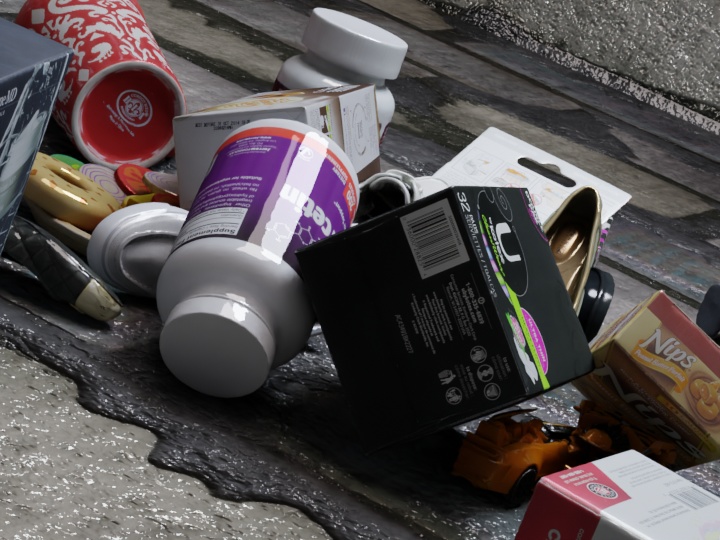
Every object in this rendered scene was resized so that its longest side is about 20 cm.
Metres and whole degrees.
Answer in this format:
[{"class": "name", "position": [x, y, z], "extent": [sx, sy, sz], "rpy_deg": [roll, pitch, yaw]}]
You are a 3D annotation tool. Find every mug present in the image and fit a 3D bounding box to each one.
[{"class": "mug", "position": [-0.219, -0.176, 1.907], "extent": [0.177, 0.134, 0.200], "rpy_deg": [12, 21, -27]}]

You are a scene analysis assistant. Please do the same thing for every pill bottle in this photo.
[{"class": "pill bottle", "position": [-0.074, -0.008, 1.435], "extent": [0.112, 0.113, 0.201], "rpy_deg": [21, 43, -2]}, {"class": "pill bottle", "position": [-0.035, -0.123, 1.827], "extent": [0.109, 0.201, 0.110], "rpy_deg": [20, 14, -5]}]

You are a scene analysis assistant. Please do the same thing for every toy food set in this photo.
[{"class": "toy food set", "position": [-0.178, -0.045, 1.649], "extent": [0.199, 0.049, 0.198], "rpy_deg": [25, 15, 16]}]

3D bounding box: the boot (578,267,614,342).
[{"class": "boot", "position": [0.132, 0.000, 1.869], "extent": [0.167, 0.077, 0.200], "rpy_deg": [21, 11, -9]}]

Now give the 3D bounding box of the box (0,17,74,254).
[{"class": "box", "position": [-0.283, -0.056, 1.247], "extent": [0.123, 0.198, 0.200], "rpy_deg": [22, 15, 2]}]

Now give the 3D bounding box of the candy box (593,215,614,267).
[{"class": "candy box", "position": [0.185, -0.041, 2.124], "extent": [0.136, 0.061, 0.200], "rpy_deg": [22, 14, 5]}]

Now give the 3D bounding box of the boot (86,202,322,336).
[{"class": "boot", "position": [-0.100, 0.003, 1.531], "extent": [0.199, 0.074, 0.095], "rpy_deg": [9, 13, -43]}]

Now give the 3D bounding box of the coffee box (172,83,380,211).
[{"class": "coffee box", "position": [-0.063, -0.101, 1.675], "extent": [0.114, 0.080, 0.200], "rpy_deg": [-2, 9, 18]}]

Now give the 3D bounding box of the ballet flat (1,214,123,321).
[{"class": "ballet flat", "position": [-0.256, -0.014, 1.459], "extent": [0.199, 0.057, 0.066], "rpy_deg": [29, -12, 9]}]

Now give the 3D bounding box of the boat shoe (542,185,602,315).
[{"class": "boat shoe", "position": [0.150, 0.012, 1.704], "extent": [0.073, 0.063, 0.201], "rpy_deg": [21, 52, 5]}]

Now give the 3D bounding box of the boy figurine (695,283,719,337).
[{"class": "boy figurine", "position": [0.439, 0.056, 2.134], "extent": [0.199, 0.065, 0.124], "rpy_deg": [3, 20, -42]}]

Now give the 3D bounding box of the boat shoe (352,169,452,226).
[{"class": "boat shoe", "position": [0.023, -0.049, 1.684], "extent": [0.072, 0.066, 0.200], "rpy_deg": [33, 35, 27]}]

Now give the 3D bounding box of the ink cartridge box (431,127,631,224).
[{"class": "ink cartridge box", "position": [0.121, -0.030, 1.819], "extent": [0.160, 0.047, 0.200], "rpy_deg": [28, 51, 25]}]

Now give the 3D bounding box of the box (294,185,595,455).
[{"class": "box", "position": [0.063, 0.029, 1.419], "extent": [0.124, 0.149, 0.200], "rpy_deg": [-21, -5, 18]}]

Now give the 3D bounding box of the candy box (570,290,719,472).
[{"class": "candy box", "position": [0.222, 0.086, 1.513], "extent": [0.115, 0.055, 0.200], "rpy_deg": [44, -10, 3]}]

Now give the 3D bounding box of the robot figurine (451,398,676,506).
[{"class": "robot figurine", "position": [0.155, 0.137, 1.446], "extent": [0.145, 0.059, 0.200], "rpy_deg": [28, 17, 26]}]

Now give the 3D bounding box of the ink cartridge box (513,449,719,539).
[{"class": "ink cartridge box", "position": [0.205, 0.198, 1.252], "extent": [0.199, 0.083, 0.145], "rpy_deg": [29, 16, 27]}]
